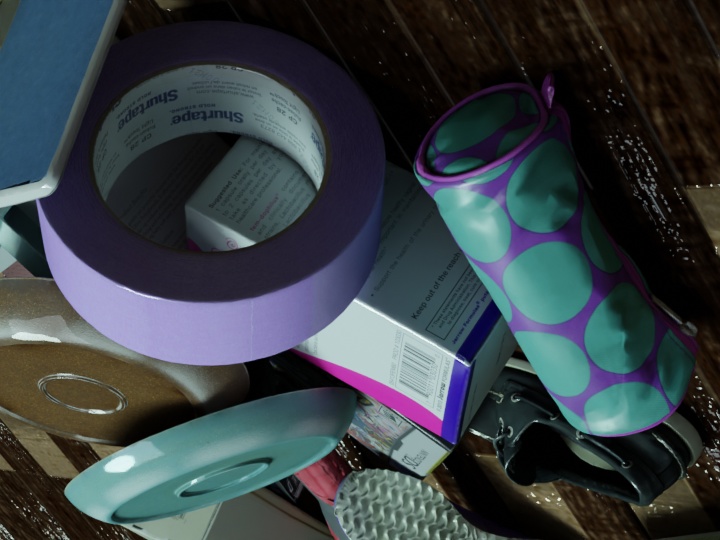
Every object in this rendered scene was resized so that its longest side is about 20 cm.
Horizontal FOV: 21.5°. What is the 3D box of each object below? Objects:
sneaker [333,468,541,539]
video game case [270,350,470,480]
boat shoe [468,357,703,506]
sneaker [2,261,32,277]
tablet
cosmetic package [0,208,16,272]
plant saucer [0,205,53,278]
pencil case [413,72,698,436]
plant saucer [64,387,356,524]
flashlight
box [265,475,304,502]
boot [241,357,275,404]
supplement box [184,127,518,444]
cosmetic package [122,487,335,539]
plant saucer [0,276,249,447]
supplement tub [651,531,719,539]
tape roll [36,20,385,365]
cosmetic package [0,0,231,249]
[{"bbox_3d":[0.067,0.207,1.387,0.199,0.070,0.100,25,167,-4],"label":"sneaker"},{"bbox_3d":[-0.023,0.071,1.310,0.199,0.026,0.181,36,167,3],"label":"video game case"},{"bbox_3d":[0.120,0.110,1.221,0.198,0.066,0.075,15,146,35],"label":"boat shoe"},{"bbox_3d":[-0.285,-0.015,1.472,0.199,0.076,0.116,12,145,36],"label":"sneaker"},{"bbox_3d":[-0.173,-0.127,1.081,0.014,0.201,0.130,31,157,-33],"label":"tablet"},{"bbox_3d":[-0.321,-0.071,1.360,0.200,0.081,0.113,37,160,52],"label":"cosmetic package"},{"bbox_3d":[-0.210,-0.030,1.301,0.070,0.019,0.200,44,-171,-11],"label":"plant saucer"},{"bbox_3d":[0.112,-0.006,1.055,0.092,0.085,0.201,-27,118,15],"label":"pencil case"},{"bbox_3d":[-0.092,0.125,1.232,0.200,0.199,0.028,-45,63,60],"label":"plant saucer"},{"bbox_3d":[-0.021,0.154,1.401,0.067,0.068,0.200,-13,141,22],"label":"flashlight"},{"bbox_3d":[-0.134,0.090,1.443,0.157,0.050,0.200,18,157,30],"label":"box"},{"bbox_3d":[-0.148,0.061,1.266,0.131,0.070,0.200,-5,150,25],"label":"boot"},{"bbox_3d":[0.000,0.000,1.163,0.199,0.104,0.101,28,150,13],"label":"supplement box"},{"bbox_3d":[-0.088,0.215,1.512,0.103,0.074,0.200,13,163,41],"label":"cosmetic package"},{"bbox_3d":[-0.168,0.065,1.171,0.198,0.032,0.201,8,154,4],"label":"plant saucer"},{"bbox_3d":[0.230,0.239,1.206,0.145,0.145,0.200,46,149,-15],"label":"supplement tub"},{"bbox_3d":[-0.085,-0.047,1.089,0.199,0.200,0.066,28,148,15],"label":"tape roll"},{"bbox_3d":[-0.177,-0.084,1.228,0.200,0.108,0.085,44,151,-10],"label":"cosmetic package"}]
